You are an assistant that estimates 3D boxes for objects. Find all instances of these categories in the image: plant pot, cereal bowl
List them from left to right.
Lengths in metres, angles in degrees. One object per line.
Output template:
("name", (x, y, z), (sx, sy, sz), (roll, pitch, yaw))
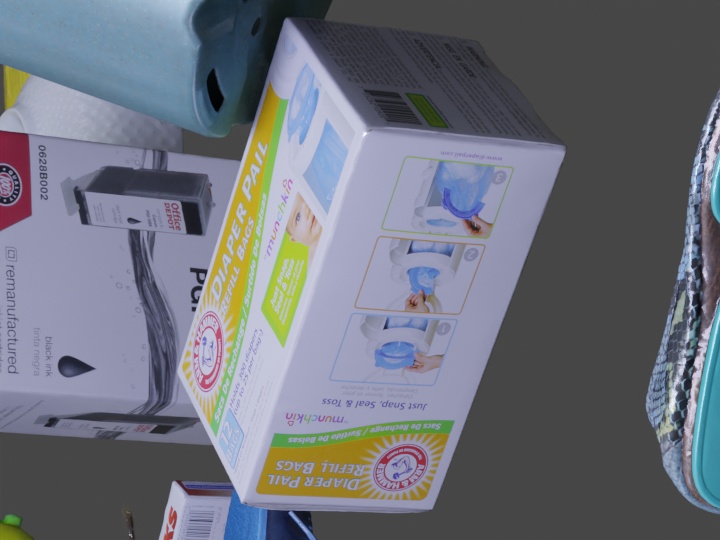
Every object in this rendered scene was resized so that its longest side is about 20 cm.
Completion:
("cereal bowl", (-0.184, -0.051, 1.535), (0.200, 0.083, 0.200), (-14, 74, 63))
("plant pot", (-0.119, -0.164, 1.114), (0.196, 0.200, 0.200), (26, 117, 16))

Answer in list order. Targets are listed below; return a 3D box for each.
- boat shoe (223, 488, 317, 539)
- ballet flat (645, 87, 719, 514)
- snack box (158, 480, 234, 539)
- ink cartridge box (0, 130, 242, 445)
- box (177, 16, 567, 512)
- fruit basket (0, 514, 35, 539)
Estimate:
("boat shoe", (-0.031, 0.191, 1.200), (0.084, 0.069, 0.200), (147, 125, -69))
("ballet flat", (0.142, -0.013, 0.876), (0.074, 0.074, 0.200), (38, 116, 60))
("snack box", (-0.084, 0.205, 1.296), (0.024, 0.072, 0.200), (45, 126, 56))
("ink cartridge box", (-0.139, 0.010, 1.298), (0.083, 0.200, 0.147), (-31, 59, 56))
("box", (0.000, 0.000, 1.121), (0.113, 0.101, 0.200), (57, 135, 52))
("fruit basket", (-0.258, 0.266, 1.584), (0.216, 0.155, 0.216), (32, 130, 50))
